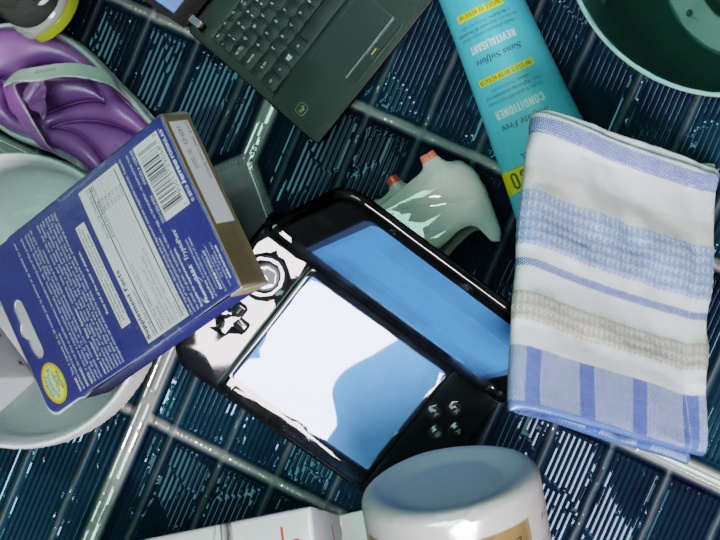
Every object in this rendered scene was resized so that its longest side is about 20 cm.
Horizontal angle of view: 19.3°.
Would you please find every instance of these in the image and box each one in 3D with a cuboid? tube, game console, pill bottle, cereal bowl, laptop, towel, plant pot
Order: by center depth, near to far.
[{"bbox_3d":[0.234,-0.198,1.291,0.199,0.161,0.202,0,89,16],"label":"plant pot"},{"bbox_3d":[0.159,0.008,1.303,0.146,0.024,0.201,17,66,-24],"label":"towel"},{"bbox_3d":[0.073,0.222,1.329,0.114,0.114,0.201,-7,107,15],"label":"pill bottle"},{"bbox_3d":[0.009,0.056,1.331,0.200,0.116,0.176,36,100,-15],"label":"game console"},{"bbox_3d":[0.108,-0.109,1.388,0.077,0.050,0.201,-24,87,21],"label":"tube"},{"bbox_3d":[-0.058,-0.218,1.404,0.200,0.103,0.178,42,100,13],"label":"laptop"},{"bbox_3d":[-0.222,0.021,1.453,0.199,0.083,0.202,0,89,16],"label":"cereal bowl"}]

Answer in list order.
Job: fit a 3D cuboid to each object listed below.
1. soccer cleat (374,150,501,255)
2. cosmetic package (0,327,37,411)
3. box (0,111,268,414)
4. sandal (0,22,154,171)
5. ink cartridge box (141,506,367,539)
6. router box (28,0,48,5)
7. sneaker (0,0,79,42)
[{"bbox_3d":[0.000,0.000,1.402,0.199,0.069,0.078,-34,83,9],"label":"soccer cleat"},{"bbox_3d":[-0.311,0.007,1.359,0.052,0.151,0.200,-40,78,9],"label":"cosmetic package"},{"bbox_3d":[-0.154,-0.001,1.351,0.200,0.032,0.122,-33,79,36],"label":"box"},{"bbox_3d":[-0.200,-0.112,1.468,0.202,0.050,0.083,33,95,16],"label":"sandal"},{"bbox_3d":[-0.069,0.224,1.405,0.199,0.067,0.117,-13,75,15],"label":"ink cartridge box"},{"bbox_3d":[-0.204,-0.298,1.382,0.150,0.062,0.201,-37,58,19],"label":"router box"},{"bbox_3d":[-0.263,-0.253,1.466,0.074,0.085,0.201,-38,70,11],"label":"sneaker"}]
